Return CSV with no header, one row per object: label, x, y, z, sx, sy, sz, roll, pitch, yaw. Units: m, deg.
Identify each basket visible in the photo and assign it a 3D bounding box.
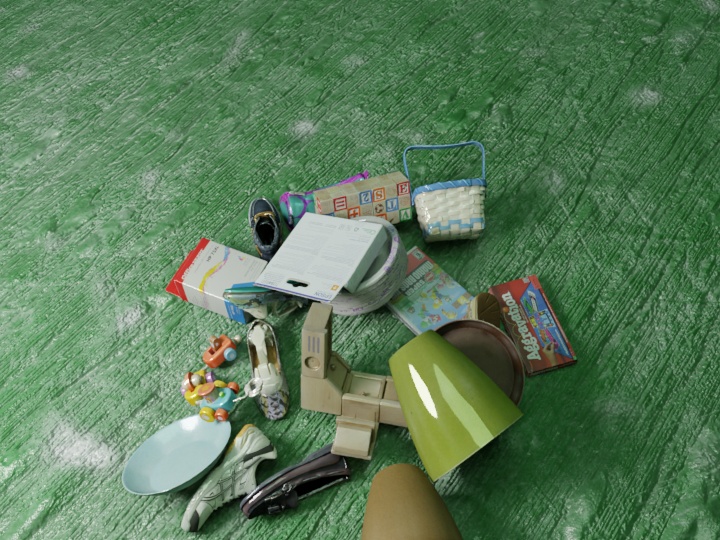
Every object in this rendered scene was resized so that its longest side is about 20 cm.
basket,0.180,-0.166,1.566,0.171,0.139,0.206,-4,84,-1

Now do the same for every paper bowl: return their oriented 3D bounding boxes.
paper bowl,0.000,0.000,1.466,0.196,0.105,0.204,-17,43,16

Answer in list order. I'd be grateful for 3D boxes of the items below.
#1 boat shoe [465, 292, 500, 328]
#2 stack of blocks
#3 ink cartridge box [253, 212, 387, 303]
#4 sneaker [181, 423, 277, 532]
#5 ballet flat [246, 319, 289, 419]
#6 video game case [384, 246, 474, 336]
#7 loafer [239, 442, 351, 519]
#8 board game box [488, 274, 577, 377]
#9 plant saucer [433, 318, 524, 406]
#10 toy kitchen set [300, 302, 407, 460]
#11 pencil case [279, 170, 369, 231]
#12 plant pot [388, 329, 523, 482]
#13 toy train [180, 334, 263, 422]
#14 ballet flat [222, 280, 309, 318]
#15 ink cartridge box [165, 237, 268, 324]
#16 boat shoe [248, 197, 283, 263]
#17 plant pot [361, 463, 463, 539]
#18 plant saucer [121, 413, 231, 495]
boat shoe,0.222,0.146,1.396,0.072,0.063,0.205,15,70,-16
stack of blocks,0.006,-0.122,1.561,0.195,0.118,0.059,-15,30,-14
ink cartridge box,-0.075,-0.018,1.412,0.196,0.041,0.202,12,53,35
sneaker,-0.215,0.361,1.254,0.087,0.076,0.201,37,74,-1
ballet flat,-0.178,0.176,1.389,0.070,0.073,0.204,-11,54,-6
video game case,0.127,0.051,1.499,0.142,0.018,0.200,-35,60,-21
loafer,-0.104,0.362,1.252,0.197,0.073,0.063,-28,61,-21
board game box,0.331,0.104,1.452,0.100,0.020,0.203,-14,55,-6
plant saucer,0.190,0.186,1.324,0.194,0.034,0.207,1,94,11
toy kitchen set,-0.008,0.191,1.273,0.194,0.184,0.165,8,34,7
pencil case,-0.071,-0.146,1.605,0.195,0.094,0.086,-17,36,-12
plant pot,0.136,0.208,1.241,0.185,0.188,0.202,-30,75,-19
toy train,-0.260,0.184,1.356,0.150,0.056,0.199,-42,35,-10
ballet flat,-0.174,0.058,1.439,0.196,0.075,0.075,-9,48,-38
ink cartridge box,-0.292,0.013,1.512,0.195,0.068,0.118,19,57,15
boat shoe,-0.197,-0.098,1.575,0.069,0.092,0.204,-13,54,-7
plant pot,0.074,0.411,1.158,0.181,0.190,0.202,-8,39,-3
plant saucer,-0.305,0.320,1.272,0.196,0.039,0.202,-17,23,7
